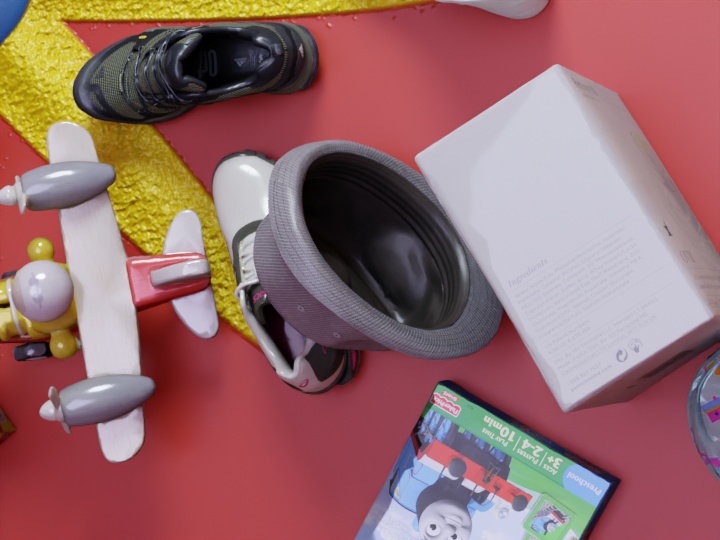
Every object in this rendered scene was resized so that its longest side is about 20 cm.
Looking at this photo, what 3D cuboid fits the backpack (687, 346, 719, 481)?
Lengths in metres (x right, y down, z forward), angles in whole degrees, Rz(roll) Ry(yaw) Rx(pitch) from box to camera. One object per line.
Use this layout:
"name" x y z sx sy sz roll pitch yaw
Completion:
"backpack" 0.322 0.079 1.448 0.200 0.127 0.167 -20 86 20

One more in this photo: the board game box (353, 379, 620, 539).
"board game box" 0.078 0.205 1.571 0.151 0.037 0.200 29 98 16

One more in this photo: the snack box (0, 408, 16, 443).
"snack box" -0.378 0.082 1.638 0.068 0.200 0.169 -40 77 13

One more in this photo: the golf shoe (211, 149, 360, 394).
"golf shoe" -0.062 -0.003 1.597 0.077 0.088 0.200 -28 79 17

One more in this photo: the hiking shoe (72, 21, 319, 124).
"hiking shoe" -0.138 -0.159 1.617 0.200 0.101 0.076 -10 85 18

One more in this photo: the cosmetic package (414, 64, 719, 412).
"cosmetic package" 0.160 -0.021 1.464 0.123 0.199 0.200 -35 79 15

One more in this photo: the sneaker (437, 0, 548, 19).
"sneaker" 0.035 -0.241 1.556 0.200 0.116 0.074 18 96 19

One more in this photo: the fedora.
"fedora" 0.000 0.000 1.548 0.200 0.177 0.090 29 134 -23

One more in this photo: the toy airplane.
"toy airplane" -0.207 0.017 1.607 0.200 0.141 0.199 36 99 16
